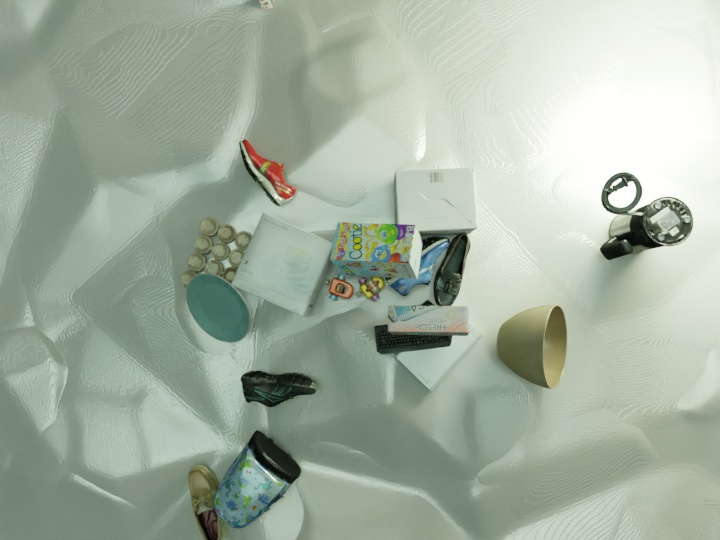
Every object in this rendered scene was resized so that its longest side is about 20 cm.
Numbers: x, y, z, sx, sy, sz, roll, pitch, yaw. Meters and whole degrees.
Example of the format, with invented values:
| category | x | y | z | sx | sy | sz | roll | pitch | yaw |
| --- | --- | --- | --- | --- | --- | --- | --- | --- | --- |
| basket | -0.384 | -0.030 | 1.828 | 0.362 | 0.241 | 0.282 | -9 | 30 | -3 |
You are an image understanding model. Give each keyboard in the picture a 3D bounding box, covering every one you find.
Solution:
| category | x | y | z | sx | sy | sz | roll | pitch | yaw |
| --- | --- | --- | --- | --- | --- | --- | --- | --- | --- |
| keyboard | 0.134 | 0.143 | 1.413 | 0.198 | 0.021 | 0.128 | -8 | 74 | 9 |

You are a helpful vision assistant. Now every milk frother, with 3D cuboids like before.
| category | x | y | z | sx | sy | sz | roll | pitch | yaw |
| --- | --- | --- | --- | --- | --- | --- | --- | --- | --- |
| milk frother | 0.672 | -0.139 | 1.358 | 0.179 | 0.188 | 0.201 | -16 | 85 | -1 |

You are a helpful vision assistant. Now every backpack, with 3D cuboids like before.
| category | x | y | z | sx | sy | sz | roll | pitch | yaw |
| --- | --- | --- | --- | --- | --- | --- | --- | --- | --- |
| backpack | -0.272 | 0.535 | 1.359 | 0.163 | 0.154 | 0.200 | 44 | 100 | -3 |

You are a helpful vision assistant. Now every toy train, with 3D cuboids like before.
| category | x | y | z | sx | sy | sz | roll | pitch | yaw |
| --- | --- | --- | --- | --- | --- | --- | --- | --- | --- |
| toy train | 0.000 | 0.000 | 1.425 | 0.149 | 0.056 | 0.201 | 26 | 87 | 2 |

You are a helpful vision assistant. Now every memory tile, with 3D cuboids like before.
| category | x | y | z | sx | sy | sz | roll | pitch | yaw |
| --- | --- | --- | --- | --- | --- | --- | --- | --- | --- |
| memory tile | -0.379 | -0.027 | 1.453 | 0.152 | 0.017 | 0.201 | 20 | 86 | 2 |

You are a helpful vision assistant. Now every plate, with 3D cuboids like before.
| category | x | y | z | sx | sy | sz | roll | pitch | yaw |
| --- | --- | --- | --- | --- | --- | --- | --- | --- | --- |
| plate | -0.358 | 0.093 | 1.396 | 0.199 | 0.026 | 0.201 | 12 | 121 | 21 |

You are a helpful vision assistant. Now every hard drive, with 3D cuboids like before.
| category | x | y | z | sx | sy | sz | roll | pitch | yaw |
| --- | --- | --- | --- | --- | --- | --- | --- | --- | --- |
| hard drive | 0.204 | 0.195 | 1.422 | 0.132 | 0.027 | 0.200 | 43 | 88 | 4 |

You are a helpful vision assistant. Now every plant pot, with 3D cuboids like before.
| category | x | y | z | sx | sy | sz | roll | pitch | yaw |
| --- | --- | --- | --- | --- | --- | --- | --- | --- | --- |
| plant pot | 0.417 | 0.182 | 1.356 | 0.134 | 0.200 | 0.202 | 1 | 85 | 36 |

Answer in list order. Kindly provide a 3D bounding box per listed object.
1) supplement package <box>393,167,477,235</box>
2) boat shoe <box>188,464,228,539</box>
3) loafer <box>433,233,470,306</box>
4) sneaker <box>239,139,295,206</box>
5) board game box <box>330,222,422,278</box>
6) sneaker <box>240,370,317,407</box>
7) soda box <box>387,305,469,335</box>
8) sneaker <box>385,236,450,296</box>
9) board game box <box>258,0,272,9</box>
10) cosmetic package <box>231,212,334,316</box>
| category | x | y | z | sx | sy | sz | roll | pitch | yaw |
| --- | --- | --- | --- | --- | --- | --- | --- | --- | --- |
| supplement package | 0.188 | -0.173 | 1.407 | 0.198 | 0.111 | 0.157 | -2 | 86 | 0 |
| boat shoe | -0.386 | 0.593 | 1.382 | 0.074 | 0.066 | 0.201 | -23 | 86 | -1 |
| loafer | 0.235 | -0.004 | 1.408 | 0.071 | 0.063 | 0.201 | 17 | 78 | 6 |
| sneaker | -0.245 | -0.266 | 1.449 | 0.085 | 0.077 | 0.200 | -37 | 93 | -13 |
| board game box | 0.042 | -0.049 | 1.347 | 0.199 | 0.105 | 0.104 | 3 | 69 | 18 |
| sneaker | -0.208 | 0.306 | 1.407 | 0.198 | 0.075 | 0.080 | 3 | 99 | 8 |
| soda box | 0.170 | 0.125 | 1.367 | 0.198 | 0.064 | 0.069 | -1 | 76 | 11 |
| sneaker | 0.159 | -0.012 | 1.423 | 0.200 | 0.079 | 0.089 | -41 | 109 | -8 |
| board game box | -0.275 | -0.823 | 1.455 | 0.034 | 0.126 | 0.202 | -10 | 86 | 1 |
| cosmetic package | -0.189 | -0.012 | 1.397 | 0.198 | 0.123 | 0.201 | 23 | 85 | 3 |
